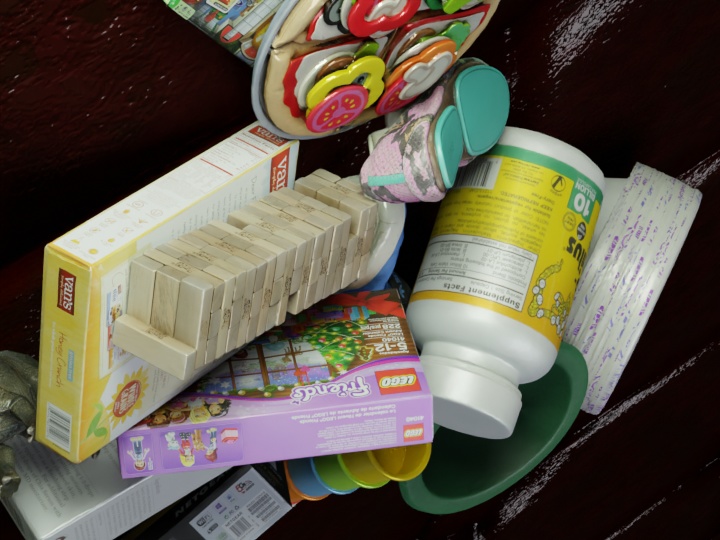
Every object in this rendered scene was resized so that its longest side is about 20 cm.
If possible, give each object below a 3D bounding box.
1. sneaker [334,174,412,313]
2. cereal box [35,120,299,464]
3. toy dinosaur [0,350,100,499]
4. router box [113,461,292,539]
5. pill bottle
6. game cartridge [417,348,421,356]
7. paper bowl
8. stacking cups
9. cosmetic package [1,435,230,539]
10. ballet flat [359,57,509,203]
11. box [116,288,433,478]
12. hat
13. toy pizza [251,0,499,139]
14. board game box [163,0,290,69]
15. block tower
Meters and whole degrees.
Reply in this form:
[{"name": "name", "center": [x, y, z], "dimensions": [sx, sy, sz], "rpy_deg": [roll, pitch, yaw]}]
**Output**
[{"name": "sneaker", "center": [-0.001, -0.001, 1.420], "dimensions": [0.111, 0.077, 0.200], "rpy_deg": [-14, 147, -43]}, {"name": "cereal box", "center": [-0.114, 0.010, 1.210], "dimensions": [0.200, 0.039, 0.145], "rpy_deg": [-36, 143, -47]}, {"name": "toy dinosaur", "center": [-0.219, 0.082, 1.248], "dimensions": [0.199, 0.102, 0.077], "rpy_deg": [-23, 145, -50]}, {"name": "router box", "center": [-0.145, 0.188, 1.485], "dimensions": [0.200, 0.052, 0.157], "rpy_deg": [-41, -161, 7]}, {"name": "pill bottle", "center": [0.096, 0.010, 1.422], "dimensions": [0.113, 0.112, 0.201], "rpy_deg": [64, 42, -67]}, {"name": "game cartridge", "center": [0.019, 0.062, 1.553], "dimensions": [0.199, 0.041, 0.133], "rpy_deg": [-32, 179, -1]}, {"name": "paper bowl", "center": [0.190, 0.006, 1.623], "dimensions": [0.202, 0.104, 0.201], "rpy_deg": [-62, 173, -13]}, {"name": "stacking cups", "center": [-0.030, 0.146, 1.508], "dimensions": [0.060, 0.061, 0.200], "rpy_deg": [-18, 176, -39]}, {"name": "cosmetic package", "center": [-0.154, 0.107, 1.368], "dimensions": [0.199, 0.102, 0.071], "rpy_deg": [-30, 157, -17]}, {"name": "ballet flat", "center": [0.043, -0.091, 1.301], "dimensions": [0.071, 0.070, 0.200], "rpy_deg": [-5, -161, 19]}, {"name": "box", "center": [-0.061, 0.069, 1.295], "dimensions": [0.198, 0.137, 0.039], "rpy_deg": [-6, 121, -7]}, {"name": "hat", "center": [0.051, 0.078, 1.575], "dimensions": [0.199, 0.176, 0.166], "rpy_deg": [-35, 142, -6]}, {"name": "toy pizza", "center": [0.023, -0.144, 1.185], "dimensions": [0.199, 0.032, 0.201], "rpy_deg": [-32, 157, -16]}, {"name": "board game box", "center": [-0.034, -0.159, 1.144], "dimensions": [0.105, 0.023, 0.200], "rpy_deg": [-43, 157, 8]}, {"name": "block tower", "center": [-0.062, -0.002, 1.191], "dimensions": [0.200, 0.054, 0.058], "rpy_deg": [-32, 138, -51]}]
